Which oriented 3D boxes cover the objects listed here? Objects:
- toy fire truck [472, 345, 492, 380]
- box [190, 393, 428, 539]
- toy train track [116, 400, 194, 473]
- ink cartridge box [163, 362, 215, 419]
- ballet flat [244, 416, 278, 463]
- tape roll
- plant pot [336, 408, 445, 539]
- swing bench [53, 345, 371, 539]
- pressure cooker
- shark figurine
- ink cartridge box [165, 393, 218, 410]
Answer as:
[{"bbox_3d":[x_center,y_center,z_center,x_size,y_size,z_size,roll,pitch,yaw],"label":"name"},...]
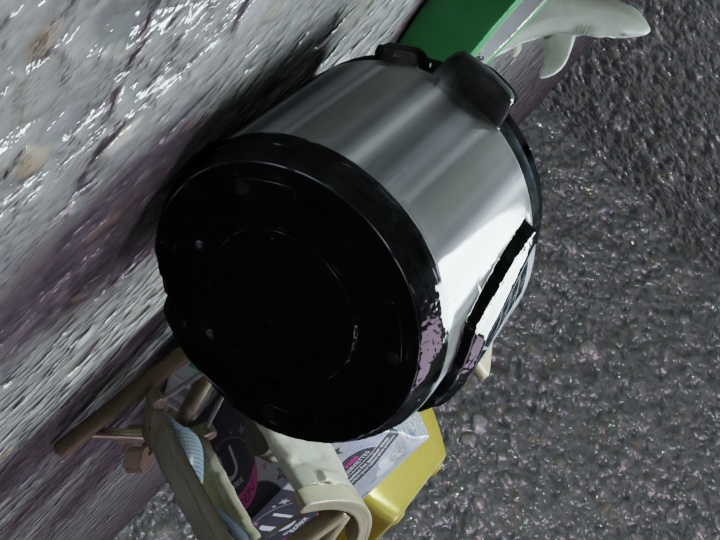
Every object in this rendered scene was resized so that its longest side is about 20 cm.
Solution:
[{"bbox_3d":[0.048,0.009,1.172,0.199,0.175,0.130,3,-117,61],"label":"toy fire truck"},{"bbox_3d":[-0.058,0.155,1.228,0.114,0.133,0.200,12,131,-43],"label":"box"},{"bbox_3d":[-0.187,0.128,1.384,0.114,0.033,0.200,-7,-149,32],"label":"toy train track"},{"bbox_3d":[-0.119,0.037,1.285,0.201,0.050,0.161,-63,-177,-18],"label":"ink cartridge box"},{"bbox_3d":[-0.066,0.065,1.154,0.067,0.046,0.202,-23,-121,45],"label":"ballet flat"},{"bbox_3d":[0.107,-0.207,0.967,0.200,0.048,0.200,-46,177,-3],"label":"tape roll"},{"bbox_3d":[-0.028,0.194,1.459,0.194,0.200,0.196,-44,174,-42],"label":"plant pot"},{"bbox_3d":[-0.103,0.154,1.043,0.200,0.200,0.129,-46,148,23],"label":"swing bench"},{"bbox_3d":[0.006,-0.026,0.742,0.174,0.180,0.200,-1,-155,31],"label":"pressure cooker"},{"bbox_3d":[0.152,-0.233,1.285,0.213,0.129,0.090,-29,151,-3],"label":"shark figurine"},{"bbox_3d":[-0.144,0.124,1.568,0.200,0.084,0.144,-46,177,-42],"label":"ink cartridge box"}]
